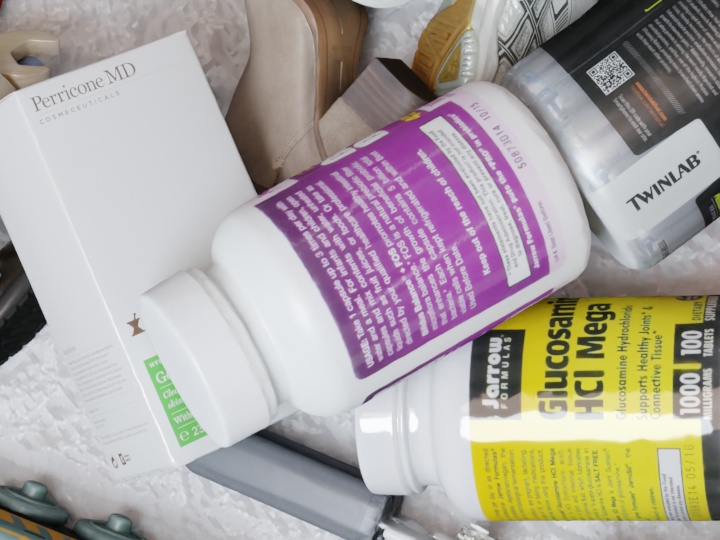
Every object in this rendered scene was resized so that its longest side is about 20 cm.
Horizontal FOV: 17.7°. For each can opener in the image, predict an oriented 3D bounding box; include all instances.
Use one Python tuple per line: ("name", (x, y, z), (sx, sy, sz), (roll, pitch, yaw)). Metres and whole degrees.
("can opener", (-0.003, 0.135, 1.214), (0.200, 0.053, 0.067), (26, 94, 13))

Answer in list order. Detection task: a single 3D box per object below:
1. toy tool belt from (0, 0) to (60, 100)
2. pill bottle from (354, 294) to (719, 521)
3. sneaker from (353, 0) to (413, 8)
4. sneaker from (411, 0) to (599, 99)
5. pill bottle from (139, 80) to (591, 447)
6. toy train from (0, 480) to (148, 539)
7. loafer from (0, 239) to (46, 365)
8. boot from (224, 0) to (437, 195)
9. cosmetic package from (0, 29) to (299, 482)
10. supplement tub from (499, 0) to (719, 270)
("toy tool belt", (-0.213, -0.079, 1.243), (0.123, 0.125, 0.200), (19, 65, 13))
("pill bottle", (0.103, 0.070, 1.161), (0.200, 0.112, 0.113), (-2, 87, 13))
("sneaker", (-0.050, -0.207, 1.198), (0.200, 0.082, 0.074), (43, 94, -9))
("sneaker", (0.082, -0.126, 1.195), (0.087, 0.076, 0.200), (4, 110, -23))
("pill bottle", (0.000, 0.000, 1.101), (0.200, 0.112, 0.112), (-29, 80, -15))
("toy train", (-0.150, 0.171, 1.216), (0.200, 0.114, 0.085), (21, 92, 13))
("loafer", (-0.246, 0.039, 1.266), (0.200, 0.073, 0.071), (-39, 80, 9))
("boot", (-0.047, -0.081, 1.230), (0.146, 0.070, 0.200), (-53, 56, 22))
("cosmetic package", (-0.106, -0.006, 1.169), (0.107, 0.085, 0.200), (-25, 93, -29))
("supplement tub", (0.178, -0.103, 1.138), (0.200, 0.123, 0.123), (-37, 80, 1))
